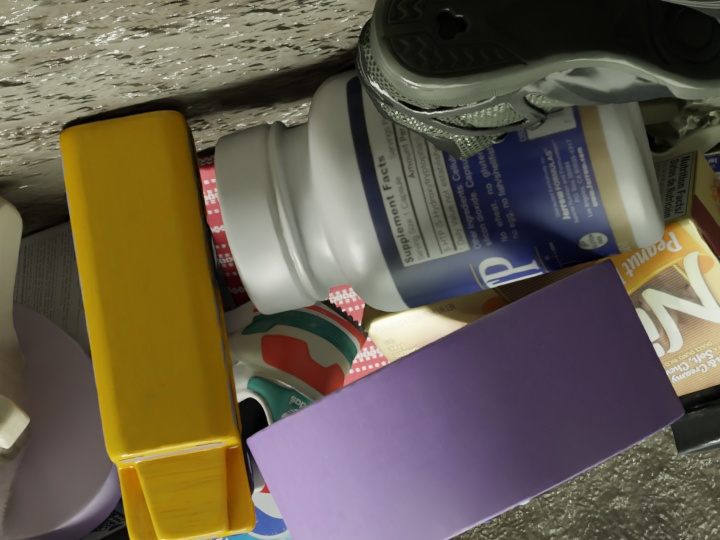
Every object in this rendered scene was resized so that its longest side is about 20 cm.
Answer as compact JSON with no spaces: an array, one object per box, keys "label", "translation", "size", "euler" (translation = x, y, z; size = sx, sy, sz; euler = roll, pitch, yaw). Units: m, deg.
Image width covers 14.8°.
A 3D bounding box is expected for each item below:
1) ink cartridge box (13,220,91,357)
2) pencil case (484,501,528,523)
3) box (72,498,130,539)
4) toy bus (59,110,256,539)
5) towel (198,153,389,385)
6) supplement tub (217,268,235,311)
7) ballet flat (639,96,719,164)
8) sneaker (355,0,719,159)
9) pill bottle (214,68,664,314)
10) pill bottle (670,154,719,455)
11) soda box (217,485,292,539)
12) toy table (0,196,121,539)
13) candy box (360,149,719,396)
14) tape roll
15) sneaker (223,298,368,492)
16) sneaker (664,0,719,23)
[{"label":"ink cartridge box","translation":[-0.160,0.032,1.534],"size":[0.199,0.120,0.042],"euler":[-20,145,32]},{"label":"pencil case","translation":[0.059,0.063,1.827],"size":[0.090,0.202,0.083],"euler":[-13,165,12]},{"label":"box","translation":[-0.186,0.156,1.499],"size":[0.157,0.050,0.200],"euler":[-24,-159,-13]},{"label":"toy bus","translation":[-0.097,0.030,1.339],"size":[0.065,0.202,0.078],"euler":[-9,172,0]},{"label":"towel","translation":[0.000,0.000,1.511],"size":[0.144,0.023,0.201],"euler":[-15,128,7]},{"label":"supplement tub","translation":[-0.009,0.014,1.626],"size":[0.199,0.133,0.132],"euler":[-15,171,13]},{"label":"ballet flat","translation":[0.125,-0.077,1.439],"size":[0.199,0.071,0.071],"euler":[-10,171,-26]},{"label":"sneaker","translation":[0.090,-0.100,1.234],"size":[0.198,0.077,0.114],"euler":[-8,172,-15]},{"label":"pill bottle","translation":[0.037,-0.046,1.334],"size":[0.199,0.121,0.120],"euler":[-14,172,10]},{"label":"pill bottle","translation":[0.202,0.000,1.620],"size":[0.111,0.202,0.112],"euler":[-13,172,-2]},{"label":"soda box","translation":[-0.032,0.137,1.653],"size":[0.199,0.065,0.068],"euler":[-28,167,33]},{"label":"toy table","translation":[-0.221,0.058,1.441],"size":[0.199,0.185,0.117],"euler":[17,161,30]},{"label":"candy box","translation":[0.114,0.021,1.460],"size":[0.199,0.056,0.116],"euler":[-19,129,28]},{"label":"tape roll","translation":[0.051,0.075,1.340],"size":[0.199,0.085,0.200],"euler":[-26,177,-1]},{"label":"sneaker","translation":[-0.076,0.078,1.496],"size":[0.070,0.094,0.199],"euler":[36,146,-21]},{"label":"sneaker","translation":[0.188,-0.139,1.168],"size":[0.198,0.071,0.083],"euler":[-3,172,-30]}]
